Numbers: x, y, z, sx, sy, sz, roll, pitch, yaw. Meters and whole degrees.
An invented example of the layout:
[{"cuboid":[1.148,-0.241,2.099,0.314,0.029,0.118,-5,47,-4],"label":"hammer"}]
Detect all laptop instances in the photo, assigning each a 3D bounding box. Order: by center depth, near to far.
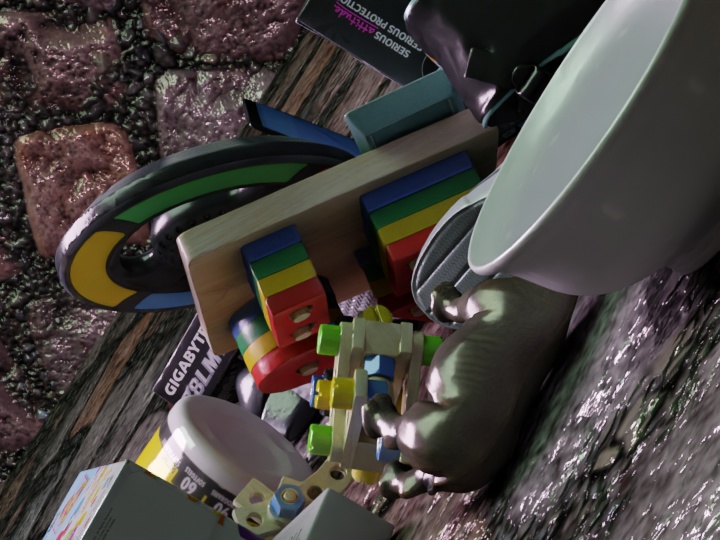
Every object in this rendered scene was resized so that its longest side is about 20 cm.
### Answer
[{"cuboid":[0.033,-0.119,1.808,0.200,0.103,0.177,-33,10,2],"label":"laptop"}]

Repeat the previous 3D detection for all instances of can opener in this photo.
[{"cuboid":[-0.027,0.046,2.002,0.200,0.079,0.063,-58,-31,-23],"label":"can opener"}]

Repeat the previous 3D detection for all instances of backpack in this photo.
[{"cuboid":[0.118,-0.171,1.519,0.176,0.153,0.200,-39,-13,15],"label":"backpack"}]

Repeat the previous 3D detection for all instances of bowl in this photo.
[{"cuboid":[0.142,-0.062,1.276,0.201,0.090,0.201,-57,9,14],"label":"bowl"}]

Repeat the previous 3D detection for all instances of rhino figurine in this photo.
[{"cuboid":[0.075,0.033,1.413,0.087,0.060,0.200,4,59,58],"label":"rhino figurine"}]

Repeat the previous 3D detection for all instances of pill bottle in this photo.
[{"cuboid":[-0.127,0.194,1.815,0.200,0.114,0.114,-56,9,16],"label":"pill bottle"}]

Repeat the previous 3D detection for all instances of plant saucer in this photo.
[{"cuboid":[0.038,-0.071,1.641,0.070,0.019,0.200,-25,-17,1],"label":"plant saucer"}]

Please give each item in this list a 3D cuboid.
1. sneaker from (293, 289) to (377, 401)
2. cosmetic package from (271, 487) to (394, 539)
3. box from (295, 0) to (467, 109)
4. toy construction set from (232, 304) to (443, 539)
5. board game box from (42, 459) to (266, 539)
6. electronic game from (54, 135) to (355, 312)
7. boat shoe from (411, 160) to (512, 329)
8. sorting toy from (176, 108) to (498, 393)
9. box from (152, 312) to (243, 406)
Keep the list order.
[{"cuboid":[0.003,0.013,1.865,0.115,0.075,0.200,-47,-11,-32],"label":"sneaker"},{"cuboid":[-0.066,0.232,1.553,0.200,0.052,0.151,-47,16,51],"label":"cosmetic package"},{"cuboid":[0.067,-0.222,1.689,0.200,0.124,0.149,-57,5,18],"label":"box"},{"cuboid":[-0.005,0.098,1.582,0.200,0.092,0.131,127,151,-50],"label":"toy construction set"},{"cuboid":[-0.134,0.184,1.589,0.105,0.103,0.200,-61,9,-11],"label":"board game box"},{"cuboid":[-0.089,-0.025,1.645,0.200,0.200,0.042,-48,54,50],"label":"electronic game"},{"cuboid":[0.111,-0.040,1.491,0.200,0.074,0.067,-40,2,32],"label":"boat shoe"},{"cuboid":[0.000,0.000,1.650,0.200,0.070,0.199,-24,-17,-6],"label":"sorting toy"},{"cuboid":[-0.057,0.008,2.046,0.199,0.050,0.200,-60,-14,18],"label":"box"}]
